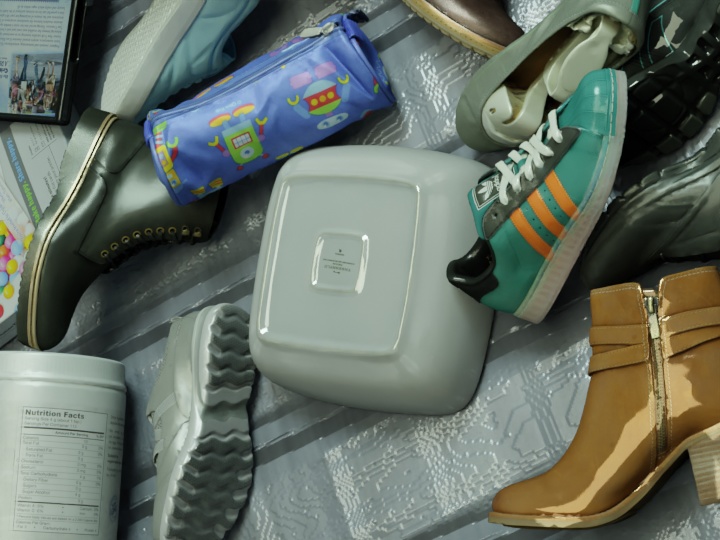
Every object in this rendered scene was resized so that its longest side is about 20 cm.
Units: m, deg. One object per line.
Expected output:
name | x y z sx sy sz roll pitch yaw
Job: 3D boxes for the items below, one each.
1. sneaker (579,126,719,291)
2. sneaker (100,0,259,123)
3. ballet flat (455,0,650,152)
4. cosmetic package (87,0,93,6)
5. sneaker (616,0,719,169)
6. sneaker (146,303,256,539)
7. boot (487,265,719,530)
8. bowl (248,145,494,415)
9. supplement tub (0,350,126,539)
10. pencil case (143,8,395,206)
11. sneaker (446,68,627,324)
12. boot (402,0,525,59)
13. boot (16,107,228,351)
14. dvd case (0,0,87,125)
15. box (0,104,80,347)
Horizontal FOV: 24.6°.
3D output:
sneaker | 0.234 -0.037 1.100 0.200 0.076 0.091 -38 74 24
sneaker | -0.148 -0.172 1.357 0.200 0.081 0.074 -45 36 42
ballet flat | 0.126 -0.131 1.145 0.200 0.067 0.064 -45 25 43
cosmetic package | -0.325 -0.313 1.499 0.199 0.052 0.152 2 81 31
sneaker | 0.221 -0.154 1.140 0.200 0.075 0.080 -46 36 19
sneaker | -0.131 0.127 1.297 0.082 0.074 0.202 -3 72 45
boot | 0.168 0.089 1.101 0.199 0.077 0.157 -16 80 22
bowl | 0.000 0.000 1.231 0.199 0.074 0.202 6 83 33
supplement tub | -0.257 0.171 1.319 0.131 0.132 0.202 -4 78 30
pencil case | -0.072 -0.125 1.264 0.199 0.087 0.078 -26 40 5
sneaker | 0.117 -0.052 1.114 0.072 0.079 0.201 -87 14 -56
boot | 0.092 -0.262 1.225 0.167 0.072 0.200 -52 56 15
boot | -0.185 -0.019 1.321 0.137 0.077 0.202 16 85 5
dvd case | -0.295 -0.229 1.430 0.142 0.018 0.202 7 87 30
box | -0.306 -0.033 1.441 0.199 0.041 0.157 -35 65 22
